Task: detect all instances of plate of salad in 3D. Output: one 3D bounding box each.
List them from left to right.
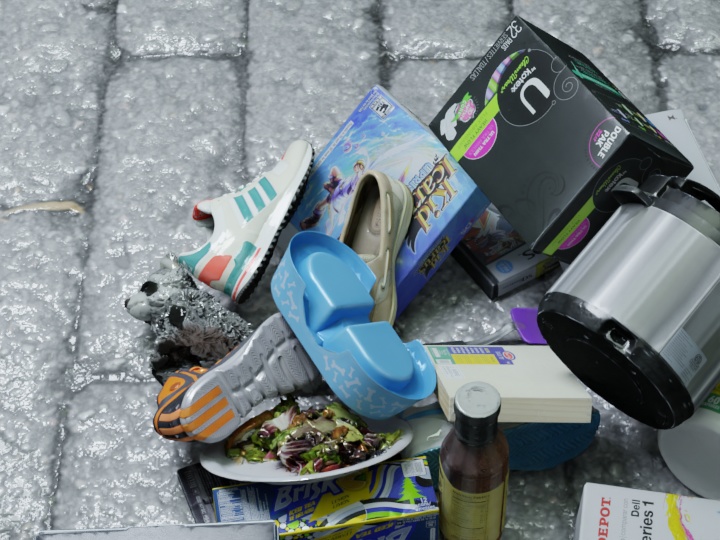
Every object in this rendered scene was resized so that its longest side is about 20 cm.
[{"bbox_3d":[-0.051,0.151,1.554,0.199,0.048,0.200,-6,12,1],"label":"plate of salad"}]

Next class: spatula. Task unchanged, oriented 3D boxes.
[{"bbox_3d":[0.122,0.071,1.716,0.199,0.021,0.057,-13,43,-9],"label":"spatula"}]

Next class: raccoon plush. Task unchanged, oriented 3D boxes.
[{"bbox_3d":[-0.142,0.064,1.709,0.199,0.097,0.134,23,29,-20],"label":"raccoon plush"}]

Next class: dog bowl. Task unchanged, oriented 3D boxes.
[{"bbox_3d":[-0.011,0.055,1.578,0.111,0.050,0.200,-5,54,-53],"label":"dog bowl"}]

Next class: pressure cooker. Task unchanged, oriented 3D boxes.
[{"bbox_3d":[0.282,0.023,1.531,0.178,0.176,0.200,35,76,26],"label":"pressure cooker"}]

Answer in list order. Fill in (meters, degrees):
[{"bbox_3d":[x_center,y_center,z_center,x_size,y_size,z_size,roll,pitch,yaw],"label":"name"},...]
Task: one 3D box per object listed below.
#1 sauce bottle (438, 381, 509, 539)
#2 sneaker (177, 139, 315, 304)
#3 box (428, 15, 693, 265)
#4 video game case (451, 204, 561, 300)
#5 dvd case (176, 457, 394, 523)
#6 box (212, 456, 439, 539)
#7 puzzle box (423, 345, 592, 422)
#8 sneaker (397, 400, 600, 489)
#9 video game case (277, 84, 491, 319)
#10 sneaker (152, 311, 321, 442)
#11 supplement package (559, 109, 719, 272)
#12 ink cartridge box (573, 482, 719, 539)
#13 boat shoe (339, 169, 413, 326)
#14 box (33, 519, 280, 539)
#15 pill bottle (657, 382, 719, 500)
[{"bbox_3d":[0.102,0.175,1.503,0.066,0.201,0.066,0,46,0],"label":"sauce bottle"},{"bbox_3d":[-0.117,-0.066,1.715,0.093,0.070,0.200,25,62,1],"label":"sneaker"},{"bbox_3d":[0.192,-0.120,1.635,0.124,0.149,0.200,18,27,-47],"label":"box"},{"bbox_3d":[0.161,-0.074,1.843,0.180,0.026,0.200,-25,53,-20],"label":"video game case"},{"bbox_3d":[-0.057,0.217,1.590,0.199,0.016,0.149,-17,50,-14],"label":"dvd case"},{"bbox_3d":[-0.031,0.226,1.523,0.199,0.070,0.064,-7,48,-6],"label":"box"},{"bbox_3d":[0.135,0.106,1.601,0.132,0.026,0.200,0,11,-5],"label":"puzzle box"},{"bbox_3d":[0.132,0.147,1.614,0.199,0.077,0.081,-8,40,-12],"label":"sneaker"},{"bbox_3d":[0.017,-0.063,1.747,0.200,0.045,0.181,-51,58,8],"label":"video game case"},{"bbox_3d":[-0.120,0.097,1.606,0.200,0.078,0.112,-30,12,-35],"label":"sneaker"},{"bbox_3d":[0.287,-0.046,1.737,0.155,0.111,0.201,-11,57,-13],"label":"supplement package"},{"bbox_3d":[0.284,0.279,1.486,0.199,0.084,0.145,7,48,7],"label":"ink cartridge box"},{"bbox_3d":[0.000,0.000,1.673,0.072,0.065,0.201,11,83,30],"label":"boat shoe"},{"bbox_3d":[-0.160,0.312,1.383,0.199,0.197,0.124,-3,49,-2],"label":"box"},{"bbox_3d":[0.378,0.118,1.611,0.112,0.113,0.200,28,54,23],"label":"pill bottle"}]
